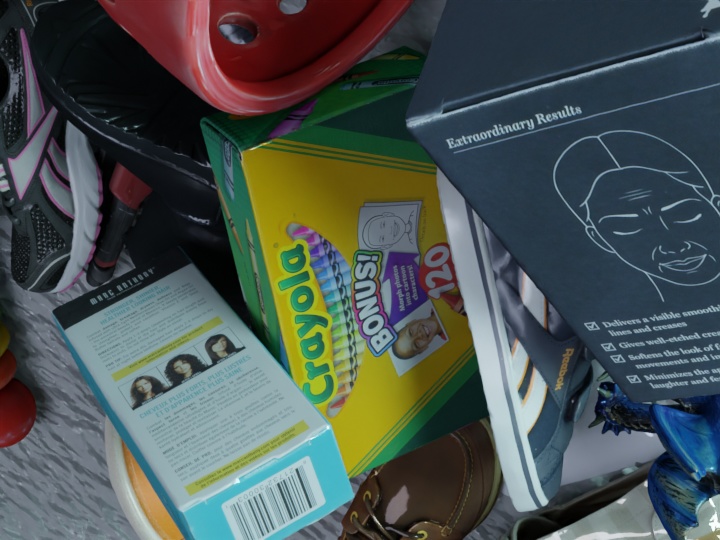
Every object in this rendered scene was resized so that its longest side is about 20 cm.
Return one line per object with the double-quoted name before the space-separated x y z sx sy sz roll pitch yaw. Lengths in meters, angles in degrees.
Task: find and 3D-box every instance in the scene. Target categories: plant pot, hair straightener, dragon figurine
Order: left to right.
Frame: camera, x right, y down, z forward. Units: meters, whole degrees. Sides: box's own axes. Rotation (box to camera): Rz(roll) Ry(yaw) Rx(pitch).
"hair straightener" -0.156 -0.065 0.963 0.077 0.041 0.201 61 147 29
"plant pot" -0.065 -0.201 0.689 0.182 0.200 0.202 38 134 23
"dragon figurine" 0.169 0.094 0.721 0.098 0.201 0.059 -4 123 -2

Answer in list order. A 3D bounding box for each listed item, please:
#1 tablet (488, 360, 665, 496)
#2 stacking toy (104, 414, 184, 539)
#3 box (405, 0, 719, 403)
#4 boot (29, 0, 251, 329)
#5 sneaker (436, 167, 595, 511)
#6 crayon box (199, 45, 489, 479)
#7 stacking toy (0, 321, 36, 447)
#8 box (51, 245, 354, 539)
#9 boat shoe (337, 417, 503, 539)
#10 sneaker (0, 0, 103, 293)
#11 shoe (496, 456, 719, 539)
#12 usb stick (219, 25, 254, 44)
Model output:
"tablet" 0.078 0.031 0.842 0.130 0.014 0.201 -24 100 44
"stacking toy" -0.044 0.095 0.924 0.198 0.146 0.147 -22 103 25
"box" 0.139 -0.049 0.620 0.147 0.108 0.200 -10 136 37
"boot" -0.108 -0.049 0.862 0.197 0.074 0.163 31 148 0
"sneaker" 0.093 0.032 0.747 0.078 0.079 0.202 -11 119 5
"crayon box" 0.000 0.000 0.778 0.058 0.118 0.202 40 146 56
"stacking toy" -0.292 0.044 1.104 0.085 0.085 0.202 1 122 38
"box" -0.086 0.065 0.768 0.200 0.082 0.050 44 157 52
"boat shoe" 0.028 0.152 0.911 0.072 0.067 0.201 39 137 14
"sneaker" -0.209 -0.081 0.920 0.080 0.085 0.202 42 131 49
"shoe" 0.121 0.147 0.843 0.199 0.070 0.054 -27 100 36
"usb stick" -0.099 -0.161 0.850 0.055 0.033 0.201 -31 94 46
